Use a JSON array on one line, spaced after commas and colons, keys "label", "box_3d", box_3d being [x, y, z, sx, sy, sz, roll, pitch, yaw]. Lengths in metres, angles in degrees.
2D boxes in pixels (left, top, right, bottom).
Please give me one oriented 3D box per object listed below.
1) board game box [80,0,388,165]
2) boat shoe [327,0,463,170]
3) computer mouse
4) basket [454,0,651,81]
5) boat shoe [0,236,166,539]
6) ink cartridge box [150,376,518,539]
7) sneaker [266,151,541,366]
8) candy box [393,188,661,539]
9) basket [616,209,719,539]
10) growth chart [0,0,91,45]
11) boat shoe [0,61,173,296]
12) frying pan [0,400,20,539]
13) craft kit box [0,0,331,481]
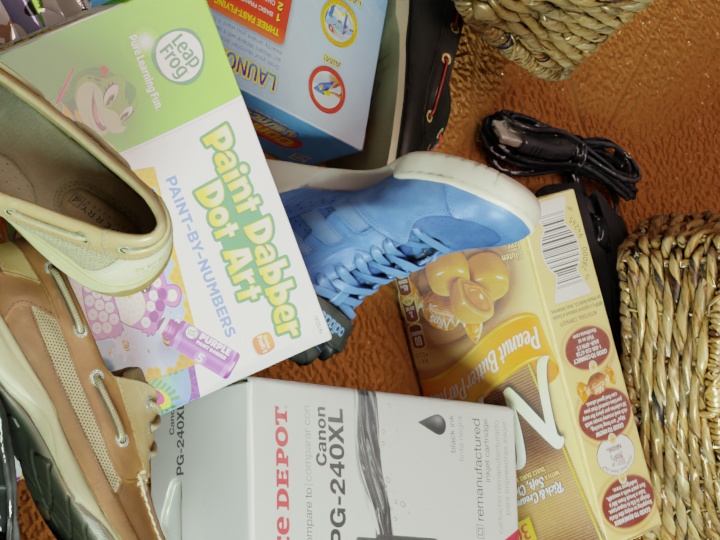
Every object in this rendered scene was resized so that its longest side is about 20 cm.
[{"label": "board game box", "box_3d": [-0.072, -0.186, 1.461, 0.199, 0.056, 0.197, 26, 64, -36]}, {"label": "boat shoe", "box_3d": [0.023, -0.089, 1.513, 0.063, 0.074, 0.203, 22, 62, -28]}, {"label": "computer mouse", "box_3d": [0.134, 0.003, 1.608, 0.138, 0.053, 0.201, 15, 71, -40]}, {"label": "basket", "box_3d": [0.085, -0.229, 1.541, 0.142, 0.149, 0.201, 2, 68, -29]}, {"label": "boat shoe", "box_3d": [-0.129, 0.073, 1.249, 0.074, 0.076, 0.201, -34, 104, -21]}, {"label": "ink cartridge box", "box_3d": [-0.011, 0.141, 1.424, 0.199, 0.083, 0.146, 9, 75, -41]}, {"label": "sneaker", "box_3d": [0.001, 0.001, 1.392, 0.077, 0.199, 0.112, 41, 60, -47]}, {"label": "candy box", "box_3d": [0.092, 0.063, 1.513, 0.055, 0.115, 0.201, -15, 91, -42]}, {"label": "basket", "box_3d": [0.240, 0.065, 1.576, 0.143, 0.148, 0.201, -32, 118, -69]}, {"label": "growth chart", "box_3d": [-0.216, -0.098, 1.307, 0.200, 0.018, 0.145, -46, 109, -21]}, {"label": "boat shoe", "box_3d": [-0.172, -0.062, 1.211, 0.200, 0.063, 0.073, 37, 71, 5]}, {"label": "frying pan", "box_3d": [-0.152, 0.155, 1.236, 0.114, 0.191, 0.031, 22, 32, 1]}, {"label": "craft kit box", "box_3d": [-0.138, -0.019, 1.300, 0.197, 0.048, 0.201, -25, 102, -20]}]
